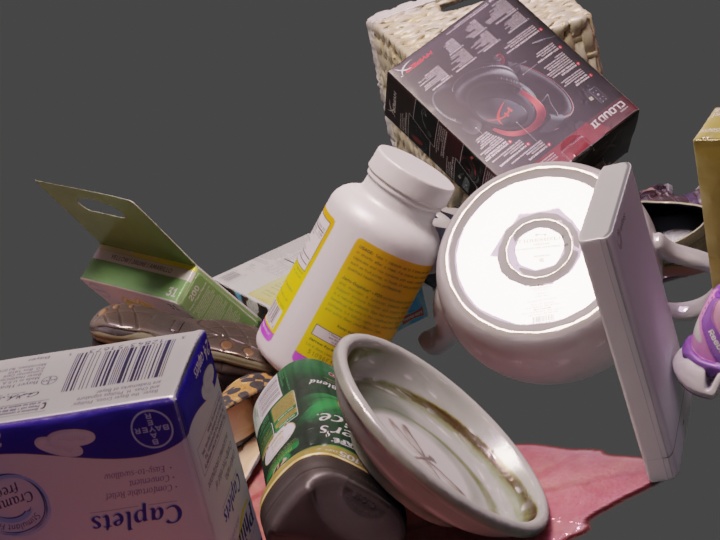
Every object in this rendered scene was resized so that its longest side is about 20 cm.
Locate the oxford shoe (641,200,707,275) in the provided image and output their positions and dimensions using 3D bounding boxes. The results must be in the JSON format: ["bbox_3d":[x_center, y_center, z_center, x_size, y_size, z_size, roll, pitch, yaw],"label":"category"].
[{"bbox_3d":[0.210,-0.031,1.751,0.199,0.074,0.071,-9,63,11],"label":"oxford shoe"}]

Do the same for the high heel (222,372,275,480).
[{"bbox_3d":[-0.085,0.131,1.624,0.142,0.072,0.200,-27,18,-15],"label":"high heel"}]

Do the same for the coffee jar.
[{"bbox_3d":[-0.024,0.150,1.510,0.085,0.104,0.200,-51,19,16],"label":"coffee jar"}]

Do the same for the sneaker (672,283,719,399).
[{"bbox_3d":[0.335,0.058,1.507,0.199,0.089,0.081,10,24,8],"label":"sneaker"}]

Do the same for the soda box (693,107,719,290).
[{"bbox_3d":[0.311,-0.025,1.599,0.064,0.201,0.068,0,27,27],"label":"soda box"}]

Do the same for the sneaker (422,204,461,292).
[{"bbox_3d":[0.048,-0.036,1.832,0.129,0.080,0.199,25,18,-9],"label":"sneaker"}]

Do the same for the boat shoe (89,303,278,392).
[{"bbox_3d":[-0.139,0.084,1.768,0.199,0.074,0.075,13,20,8],"label":"boat shoe"}]

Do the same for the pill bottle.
[{"bbox_3d":[0.000,0.000,1.699,0.104,0.201,0.104,27,15,-8],"label":"pill bottle"}]

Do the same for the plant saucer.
[{"bbox_3d":[0.047,0.131,1.475,0.050,0.200,0.200,-49,18,16],"label":"plant saucer"}]

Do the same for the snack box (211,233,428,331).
[{"bbox_3d":[-0.041,0.024,1.884,0.116,0.037,0.200,-25,26,-25],"label":"snack box"}]

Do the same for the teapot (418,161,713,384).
[{"bbox_3d":[0.166,0.017,1.671,0.197,0.146,0.200,-47,56,-11],"label":"teapot"}]

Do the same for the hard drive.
[{"bbox_3d":[0.207,0.037,1.516,0.027,0.201,0.132,-11,23,20],"label":"hard drive"}]

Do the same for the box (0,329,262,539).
[{"bbox_3d":[-0.182,0.163,1.450,0.183,0.201,0.105,-9,25,11],"label":"box"}]

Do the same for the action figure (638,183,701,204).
[{"bbox_3d":[0.315,-0.059,1.846,0.199,0.070,0.130,-20,31,-3],"label":"action figure"}]

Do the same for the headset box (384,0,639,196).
[{"bbox_3d":[0.141,-0.135,1.832,0.148,0.075,0.200,-38,69,-20],"label":"headset box"}]

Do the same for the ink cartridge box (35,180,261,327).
[{"bbox_3d":[-0.199,0.000,1.832,0.145,0.200,0.048,12,67,44],"label":"ink cartridge box"}]

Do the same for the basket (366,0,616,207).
[{"bbox_3d":[0.133,-0.169,2.030,0.197,0.201,0.161,-18,30,-10],"label":"basket"}]
